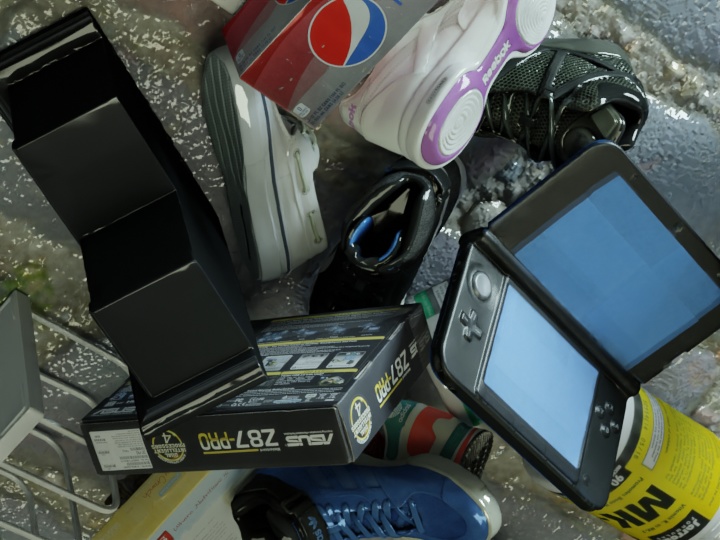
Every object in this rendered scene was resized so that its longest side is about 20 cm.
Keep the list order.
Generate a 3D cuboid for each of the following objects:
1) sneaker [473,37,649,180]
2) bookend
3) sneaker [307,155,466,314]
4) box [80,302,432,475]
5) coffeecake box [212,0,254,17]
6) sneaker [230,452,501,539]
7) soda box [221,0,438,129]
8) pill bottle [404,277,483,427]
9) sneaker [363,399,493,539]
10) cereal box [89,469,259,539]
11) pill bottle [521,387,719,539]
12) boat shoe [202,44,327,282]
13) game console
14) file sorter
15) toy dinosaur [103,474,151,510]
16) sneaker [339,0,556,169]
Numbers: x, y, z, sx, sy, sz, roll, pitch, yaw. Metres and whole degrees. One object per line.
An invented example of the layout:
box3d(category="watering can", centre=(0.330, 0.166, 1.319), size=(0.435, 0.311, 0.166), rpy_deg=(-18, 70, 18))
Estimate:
box3d(category="sneaker", centre=(0.111, -0.115, 1.169), size=(0.199, 0.114, 0.076), rpy_deg=(1, 123, -14))
box3d(category="bookend", centre=(-0.159, -0.032, 1.094), size=(0.092, 0.200, 0.199), rpy_deg=(-27, 128, 3))
box3d(category="sneaker", centre=(0.000, 0.000, 1.211), size=(0.073, 0.112, 0.200), rpy_deg=(31, 110, 9))
box3d(category="box", centre=(-0.069, 0.081, 1.151), size=(0.200, 0.161, 0.049), rpy_deg=(-7, 112, 25))
box3d(category="coffeecake box", centre=(-0.043, -0.235, 1.060), size=(0.200, 0.073, 0.154), rpy_deg=(31, 112, -32))
box3d(category="sneaker", centre=(-0.004, 0.180, 1.200), size=(0.111, 0.200, 0.077), rpy_deg=(-41, 132, -40))
box3d(category="soda box", centre=(0.007, -0.186, 1.023), size=(0.070, 0.063, 0.200), rpy_deg=(33, 110, -34))
box3d(category="pill bottle", centre=(0.143, 0.032, 1.282), size=(0.200, 0.113, 0.113), rpy_deg=(-26, 128, 3))
box3d(category="sneaker", centre=(0.039, 0.162, 1.299), size=(0.093, 0.070, 0.200), rpy_deg=(30, 148, 12))
box3d(category="cereal box", centre=(-0.119, 0.199, 1.294), size=(0.144, 0.040, 0.200), rpy_deg=(-47, 152, -14))
box3d(category="pill bottle", centre=(0.240, 0.167, 1.407), size=(0.200, 0.114, 0.114), rpy_deg=(31, 112, -32))
box3d(category="boat shoe", centre=(-0.063, -0.082, 1.177), size=(0.067, 0.074, 0.200), rpy_deg=(-23, 139, -17))
box3d(category="game console", centre=(0.163, 0.042, 1.156), size=(0.118, 0.171, 0.200), rpy_deg=(-18, 131, 40))
box3d(category="file sorter", centre=(-0.259, 0.147, 1.231), size=(0.124, 0.139, 0.200), rpy_deg=(31, 112, -33))
box3d(category="toy dinosaur", centre=(-0.136, 0.149, 1.317), size=(0.200, 0.060, 0.106), rpy_deg=(6, 117, -59))
box3d(category="sneaker", centre=(0.061, -0.160, 1.120), size=(0.200, 0.100, 0.075), rpy_deg=(-52, 144, -25))
